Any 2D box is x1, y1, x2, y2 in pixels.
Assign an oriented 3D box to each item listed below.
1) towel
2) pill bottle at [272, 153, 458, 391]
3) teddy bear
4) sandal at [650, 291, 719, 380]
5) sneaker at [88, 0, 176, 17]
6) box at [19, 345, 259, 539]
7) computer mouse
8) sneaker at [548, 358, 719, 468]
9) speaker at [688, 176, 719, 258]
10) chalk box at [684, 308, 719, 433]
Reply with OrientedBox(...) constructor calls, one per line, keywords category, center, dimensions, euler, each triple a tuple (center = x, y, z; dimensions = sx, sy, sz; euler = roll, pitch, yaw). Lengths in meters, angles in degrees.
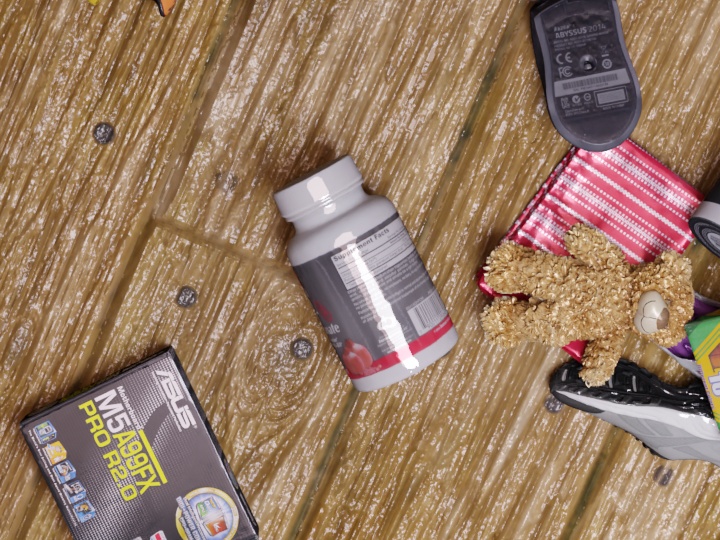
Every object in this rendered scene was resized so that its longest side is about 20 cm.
OrientedBox(category="towel", center=(0.220, -0.025, 1.493), dimensions=(0.144, 0.022, 0.201), euler=(37, 93, 6))
OrientedBox(category="pill bottle", center=(0.000, 0.000, 1.456), dimensions=(0.110, 0.111, 0.201), euler=(-27, 96, 1))
OrientedBox(category="teddy bear", center=(0.206, 0.029, 1.449), dimensions=(0.198, 0.067, 0.146), euler=(20, 93, 4))
OrientedBox(category="sandal", center=(0.330, 0.063, 1.507), dimensions=(0.201, 0.050, 0.083), euler=(25, 95, -4))
OrientedBox(category="sneaker", center=(-0.251, -0.291, 1.432), dimensions=(0.198, 0.070, 0.091), euler=(16, 92, -6))
OrientedBox(category="box", center=(-0.208, 0.196, 1.502), dimensions=(0.159, 0.044, 0.201), euler=(-24, 97, 1))
OrientedBox(category="computer mouse", center=(0.211, -0.205, 1.473), dimensions=(0.137, 0.053, 0.202), euler=(-6, 82, 1))
OrientedBox(category="sneaker", center=(0.274, 0.140, 1.505), dimensions=(0.198, 0.074, 0.080), euler=(16, 123, 3))
OrientedBox(category="speaker", center=(0.390, -0.100, 1.456), dimensions=(0.081, 0.081, 0.200), euler=(39, 81, -6))
OrientedBox(category="chalk box", center=(0.411, 0.074, 1.394), dimensions=(0.123, 0.200, 0.126), euler=(-18, 89, -34))
